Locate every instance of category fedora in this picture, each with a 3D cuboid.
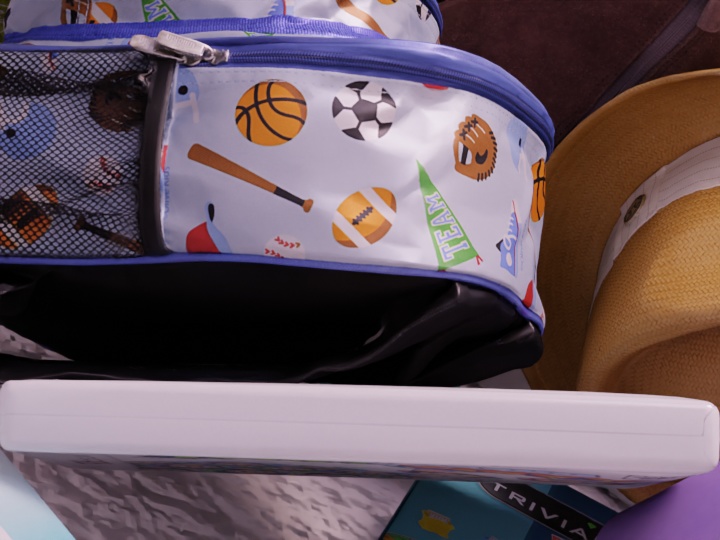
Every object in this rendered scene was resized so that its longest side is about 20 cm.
[{"bbox_3d":[0.133,0.028,0.967,0.200,0.201,0.082,27,38,3],"label":"fedora"}]

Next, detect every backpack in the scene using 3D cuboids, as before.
[{"bbox_3d":[-0.032,-0.026,0.913,0.190,0.154,0.200,7,-5,16],"label":"backpack"}]

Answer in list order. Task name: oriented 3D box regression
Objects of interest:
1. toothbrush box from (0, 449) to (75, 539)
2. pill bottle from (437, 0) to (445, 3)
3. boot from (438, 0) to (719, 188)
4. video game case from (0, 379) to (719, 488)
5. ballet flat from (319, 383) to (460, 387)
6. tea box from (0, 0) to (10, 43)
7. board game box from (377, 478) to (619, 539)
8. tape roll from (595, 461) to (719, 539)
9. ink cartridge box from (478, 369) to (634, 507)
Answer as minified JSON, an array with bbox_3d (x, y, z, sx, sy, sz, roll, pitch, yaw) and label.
[{"bbox_3d":[-0.163,0.086,0.755,0.146,0.085,0.200,0,34,-44],"label":"toothbrush box"},{"bbox_3d":[0.069,-0.190,1.125,0.112,0.112,0.200,17,49,-20],"label":"pill bottle"},{"bbox_3d":[0.063,-0.095,0.995,0.200,0.166,0.072,25,44,-9],"label":"boot"},{"bbox_3d":[-0.001,0.052,0.863,0.200,0.024,0.182,2,-6,0],"label":"video game case"},{"bbox_3d":[0.000,0.000,1.107,0.070,0.067,0.200,15,26,-44],"label":"ballet flat"},{"bbox_3d":[-0.111,-0.164,0.928,0.197,0.200,0.134,-1,77,-45],"label":"tea box"},{"bbox_3d":[0.062,0.139,0.912,0.151,0.047,0.200,28,24,5],"label":"board game box"},{"bbox_3d":[0.156,0.144,0.843,0.200,0.085,0.200,45,27,-30],"label":"tape roll"},{"bbox_3d":[0.149,0.028,1.099,0.200,0.146,0.084,38,30,26],"label":"ink cartridge box"}]
